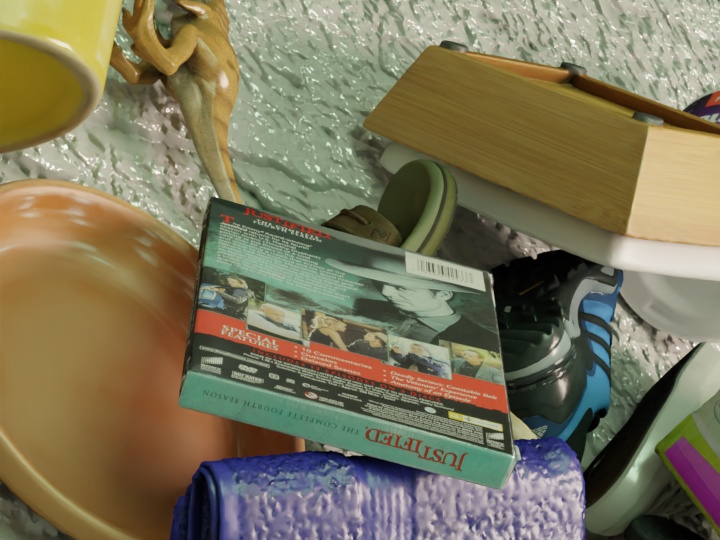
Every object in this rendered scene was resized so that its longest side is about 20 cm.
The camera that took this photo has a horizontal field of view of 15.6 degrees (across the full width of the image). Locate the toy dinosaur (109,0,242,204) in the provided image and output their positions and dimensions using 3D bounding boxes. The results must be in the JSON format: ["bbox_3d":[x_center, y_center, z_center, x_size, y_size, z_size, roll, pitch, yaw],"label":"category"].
[{"bbox_3d":[-0.083,-0.096,1.339,0.106,0.060,0.200,27,39,-33],"label":"toy dinosaur"}]

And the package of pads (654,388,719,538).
[{"bbox_3d":[0.252,0.134,1.374,0.200,0.068,0.155,17,33,-54],"label":"package of pads"}]

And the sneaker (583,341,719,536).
[{"bbox_3d":[0.181,0.105,1.429,0.085,0.073,0.200,47,31,2],"label":"sneaker"}]

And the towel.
[{"bbox_3d":[0.009,0.148,1.135,0.200,0.050,0.148,-2,94,-35],"label":"towel"}]

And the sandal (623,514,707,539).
[{"bbox_3d":[0.196,0.185,1.385,0.200,0.048,0.075,32,12,-45],"label":"sandal"}]

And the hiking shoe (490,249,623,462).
[{"bbox_3d":[0.102,0.045,1.422,0.200,0.074,0.087,-47,125,-64],"label":"hiking shoe"}]

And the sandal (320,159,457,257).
[{"bbox_3d":[0.000,0.000,1.328,0.057,0.080,0.201,30,35,-3],"label":"sandal"}]

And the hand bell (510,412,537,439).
[{"bbox_3d":[-0.004,0.139,1.187,0.200,0.104,0.104,-31,81,-45],"label":"hand bell"}]

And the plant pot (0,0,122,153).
[{"bbox_3d":[-0.180,-0.162,1.186,0.201,0.201,0.189,17,59,-39],"label":"plant pot"}]

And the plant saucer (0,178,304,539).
[{"bbox_3d":[-0.113,0.050,1.176,0.200,0.037,0.200,31,36,-26],"label":"plant saucer"}]

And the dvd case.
[{"bbox_3d":[-0.006,0.028,1.185,0.146,0.022,0.200,15,23,-7],"label":"dvd case"}]

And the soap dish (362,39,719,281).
[{"bbox_3d":[0.125,-0.061,1.443,0.157,0.081,0.200,5,15,-46],"label":"soap dish"}]

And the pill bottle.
[{"bbox_3d":[0.228,-0.047,1.605,0.111,0.111,0.200,46,33,-5],"label":"pill bottle"}]
